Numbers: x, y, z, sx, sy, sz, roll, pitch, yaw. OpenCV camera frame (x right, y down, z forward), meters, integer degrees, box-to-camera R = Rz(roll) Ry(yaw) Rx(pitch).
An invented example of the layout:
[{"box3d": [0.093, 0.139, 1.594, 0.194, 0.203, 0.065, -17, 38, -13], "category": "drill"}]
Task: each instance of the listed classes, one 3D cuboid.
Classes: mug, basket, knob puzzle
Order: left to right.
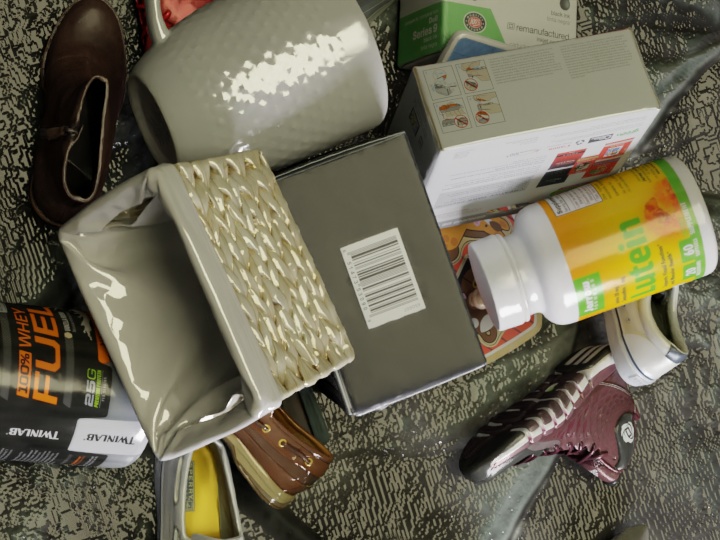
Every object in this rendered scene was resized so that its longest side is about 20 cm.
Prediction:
[{"box3d": [-0.114, 0.021, 1.466, 0.123, 0.135, 0.200, -20, 85, -48], "category": "basket"}, {"box3d": [-0.099, -0.173, 1.547, 0.175, 0.148, 0.200, -26, 103, -19], "category": "mug"}, {"box3d": [0.090, 0.001, 1.747, 0.219, 0.030, 0.220, 4, 82, -28], "category": "knob puzzle"}]

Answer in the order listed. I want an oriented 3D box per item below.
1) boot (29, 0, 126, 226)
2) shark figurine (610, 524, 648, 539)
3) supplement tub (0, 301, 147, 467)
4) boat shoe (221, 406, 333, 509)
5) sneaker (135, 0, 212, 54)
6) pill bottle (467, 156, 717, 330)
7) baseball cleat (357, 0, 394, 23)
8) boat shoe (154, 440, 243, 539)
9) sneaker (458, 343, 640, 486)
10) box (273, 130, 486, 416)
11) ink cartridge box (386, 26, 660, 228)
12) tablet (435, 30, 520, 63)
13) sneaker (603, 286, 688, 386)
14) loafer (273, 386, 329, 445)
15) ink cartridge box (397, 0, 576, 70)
[{"box3d": [-0.211, -0.135, 1.524, 0.072, 0.166, 0.201, 12, 80, -16], "category": "boot"}, {"box3d": [0.235, 0.346, 1.756, 0.128, 0.089, 0.215, -7, 86, -27], "category": "shark figurine"}, {"box3d": [-0.266, 0.087, 1.500, 0.200, 0.122, 0.123, 7, 81, -27], "category": "supplement tub"}, {"box3d": [-0.097, 0.102, 1.578, 0.067, 0.072, 0.200, -34, 109, 9], "category": "boat shoe"}, {"box3d": [-0.167, -0.219, 1.611, 0.200, 0.078, 0.116, 42, 66, -16], "category": "sneaker"}, {"box3d": [0.201, -0.018, 1.701, 0.200, 0.111, 0.111, -19, 94, -3], "category": "pill bottle"}, {"box3d": [-0.003, -0.260, 1.643, 0.106, 0.200, 0.070, 35, 32, -17], "category": "baseball cleat"}, {"box3d": [-0.121, 0.230, 1.581, 0.074, 0.086, 0.203, 0, 84, -27], "category": "boat shoe"}, {"box3d": [0.187, 0.162, 1.758, 0.200, 0.076, 0.116, -36, 104, -27], "category": "sneaker"}, {"box3d": [0.000, 0.000, 1.593, 0.124, 0.197, 0.200, -20, 95, -8], "category": "box"}, {"box3d": [0.131, -0.116, 1.671, 0.199, 0.176, 0.084, -12, 69, -16], "category": "ink cartridge box"}, {"box3d": [0.137, -0.137, 1.741, 0.200, 0.014, 0.130, 13, 119, -31], "category": "tablet"}, {"box3d": [0.256, 0.005, 1.786, 0.073, 0.071, 0.200, 10, 60, -51], "category": "sneaker"}, {"box3d": [-0.091, 0.070, 1.626, 0.063, 0.072, 0.200, -27, 101, -17], "category": "loafer"}, {"box3d": [0.117, -0.277, 1.761, 0.146, 0.084, 0.201, 6, 82, -27], "category": "ink cartridge box"}]
